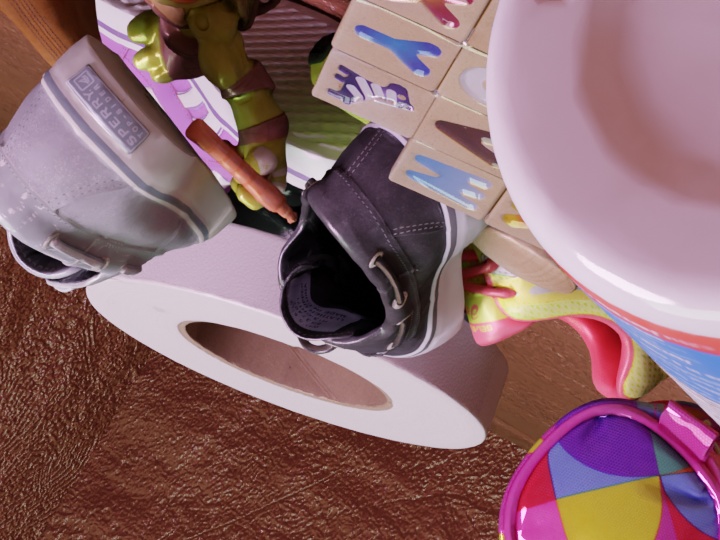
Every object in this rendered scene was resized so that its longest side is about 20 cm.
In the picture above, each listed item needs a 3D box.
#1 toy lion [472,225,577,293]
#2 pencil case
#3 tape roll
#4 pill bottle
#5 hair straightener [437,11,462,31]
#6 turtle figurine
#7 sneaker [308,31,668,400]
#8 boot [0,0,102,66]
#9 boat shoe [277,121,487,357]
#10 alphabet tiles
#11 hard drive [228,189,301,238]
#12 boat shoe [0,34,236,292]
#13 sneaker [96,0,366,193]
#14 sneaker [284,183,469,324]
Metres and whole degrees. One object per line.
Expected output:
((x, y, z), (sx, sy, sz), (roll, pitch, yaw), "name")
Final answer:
((0.151, 0.005, 0.765), (0.200, 0.069, 0.192), (33, 168, -9), "toy lion")
((0.111, 0.088, 0.854), (0.088, 0.089, 0.200), (30, -176, 13), "pencil case")
((-0.030, 0.029, 1.071), (0.202, 0.037, 0.203), (20, 166, 5), "tape roll")
((0.112, -0.010, 0.488), (0.112, 0.112, 0.200), (28, 176, 32), "pill bottle")
((0.024, -0.081, 0.736), (0.077, 0.041, 0.200), (34, 175, -24), "hair straightener")
((-0.066, -0.114, 0.796), (0.200, 0.064, 0.161), (59, 177, -9), "turtle figurine")
((0.057, -0.019, 0.885), (0.200, 0.090, 0.078), (34, 177, -12), "sneaker")
((-0.134, -0.105, 0.771), (0.200, 0.068, 0.189), (60, -173, -65), "boot")
((0.000, 0.000, 0.833), (0.070, 0.066, 0.200), (54, 166, 7), "boat shoe")
((0.086, -0.031, 0.651), (0.199, 0.006, 0.166), (24, 157, -4), "alphabet tiles")
((-0.047, -0.043, 1.189), (0.135, 0.042, 0.200), (38, -166, 0), "hard drive")
((-0.093, -0.030, 0.790), (0.070, 0.071, 0.201), (51, 179, 5), "boat shoe")
((-0.048, -0.057, 0.992), (0.200, 0.072, 0.115), (38, 140, 43), "sneaker")
((0.013, -0.037, 1.043), (0.114, 0.076, 0.200), (31, 179, -29), "sneaker")
